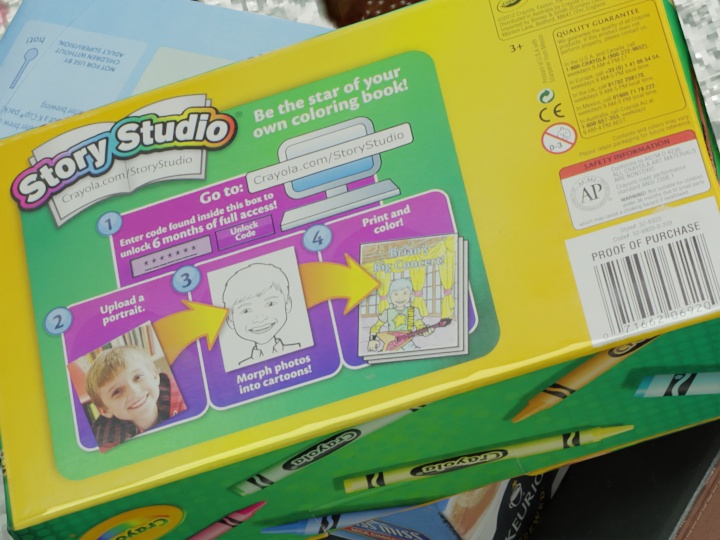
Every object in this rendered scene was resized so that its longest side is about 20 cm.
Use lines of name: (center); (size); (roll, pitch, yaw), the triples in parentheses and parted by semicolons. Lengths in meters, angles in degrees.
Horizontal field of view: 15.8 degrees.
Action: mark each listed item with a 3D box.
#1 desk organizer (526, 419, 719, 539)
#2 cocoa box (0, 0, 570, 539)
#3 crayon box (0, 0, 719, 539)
desk organizer: (0.100, 0.087, 0.744); (0.200, 0.077, 0.072); (-60, 22, -1)
cocoa box: (-0.027, 0.008, 0.813); (0.200, 0.131, 0.134); (14, 66, 29)
crayon box: (0.000, 0.000, 0.689); (0.200, 0.058, 0.119); (-17, 58, 8)
